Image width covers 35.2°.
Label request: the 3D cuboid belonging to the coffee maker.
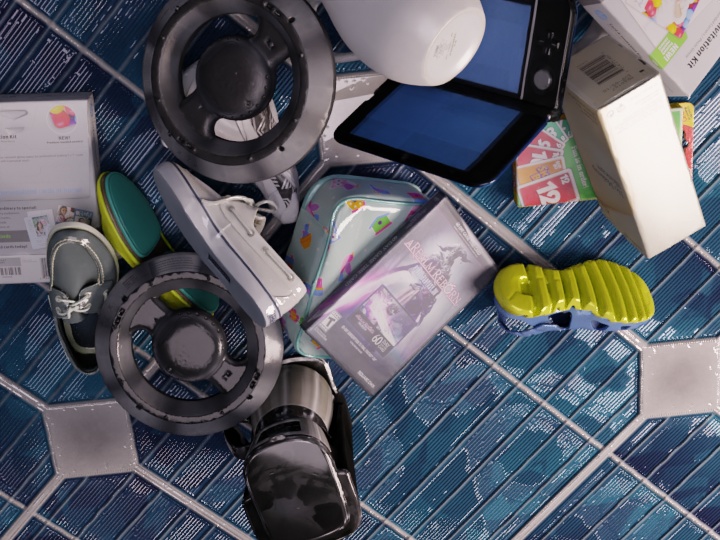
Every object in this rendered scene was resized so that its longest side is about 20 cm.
[{"bbox_3d":[-0.054,0.217,1.256,0.135,0.200,0.192,-39,109,12],"label":"coffee maker"}]

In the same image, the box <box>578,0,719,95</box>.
[{"bbox_3d":[0.297,-0.295,1.119,0.200,0.041,0.156,41,84,-23],"label":"box"}]

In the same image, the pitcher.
[{"bbox_3d":[0.015,-0.243,1.081,0.121,0.200,0.172,-30,148,-33],"label":"pitcher"}]

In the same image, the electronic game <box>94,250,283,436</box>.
[{"bbox_3d":[-0.181,0.078,1.201,0.199,0.042,0.201,0,101,-1],"label":"electronic game"}]

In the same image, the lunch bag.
[{"bbox_3d":[0.000,0.000,1.219,0.160,0.077,0.200,0,118,-34],"label":"lunch bag"}]

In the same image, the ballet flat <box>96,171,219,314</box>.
[{"bbox_3d":[-0.235,-0.015,1.229,0.067,0.067,0.200,-22,116,31],"label":"ballet flat"}]

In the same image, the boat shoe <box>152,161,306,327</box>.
[{"bbox_3d":[-0.124,-0.044,1.156,0.086,0.075,0.202,-35,76,-21],"label":"boat shoe"}]

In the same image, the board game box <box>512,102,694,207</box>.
[{"bbox_3d":[0.265,-0.126,1.232,0.199,0.030,0.096,-7,113,-3],"label":"board game box"}]

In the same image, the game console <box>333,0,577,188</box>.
[{"bbox_3d":[0.086,-0.191,1.090,0.200,0.118,0.171,22,116,36],"label":"game console"}]

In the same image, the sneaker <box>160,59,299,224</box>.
[{"bbox_3d":[-0.138,-0.132,1.180,0.115,0.075,0.200,-18,108,5],"label":"sneaker"}]

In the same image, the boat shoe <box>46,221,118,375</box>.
[{"bbox_3d":[-0.293,0.033,1.202,0.073,0.062,0.200,0,137,-6],"label":"boat shoe"}]

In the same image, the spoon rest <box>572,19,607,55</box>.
[{"bbox_3d":[0.190,-0.215,1.163,0.200,0.099,0.061,-45,127,1],"label":"spoon rest"}]

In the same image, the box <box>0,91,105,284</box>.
[{"bbox_3d":[-0.354,-0.085,1.201,0.156,0.041,0.200,-3,113,-4],"label":"box"}]

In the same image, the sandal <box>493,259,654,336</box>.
[{"bbox_3d":[0.233,0.037,1.279,0.200,0.080,0.087,5,149,-13],"label":"sandal"}]

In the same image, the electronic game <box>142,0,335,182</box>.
[{"bbox_3d":[-0.118,-0.184,1.085,0.200,0.042,0.201,4,101,18],"label":"electronic game"}]

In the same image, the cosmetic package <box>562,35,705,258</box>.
[{"bbox_3d":[0.268,-0.122,1.133,0.073,0.104,0.200,-30,127,-1],"label":"cosmetic package"}]

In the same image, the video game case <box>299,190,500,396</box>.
[{"bbox_3d":[0.046,0.028,1.203,0.200,0.019,0.143,-43,133,-2],"label":"video game case"}]
